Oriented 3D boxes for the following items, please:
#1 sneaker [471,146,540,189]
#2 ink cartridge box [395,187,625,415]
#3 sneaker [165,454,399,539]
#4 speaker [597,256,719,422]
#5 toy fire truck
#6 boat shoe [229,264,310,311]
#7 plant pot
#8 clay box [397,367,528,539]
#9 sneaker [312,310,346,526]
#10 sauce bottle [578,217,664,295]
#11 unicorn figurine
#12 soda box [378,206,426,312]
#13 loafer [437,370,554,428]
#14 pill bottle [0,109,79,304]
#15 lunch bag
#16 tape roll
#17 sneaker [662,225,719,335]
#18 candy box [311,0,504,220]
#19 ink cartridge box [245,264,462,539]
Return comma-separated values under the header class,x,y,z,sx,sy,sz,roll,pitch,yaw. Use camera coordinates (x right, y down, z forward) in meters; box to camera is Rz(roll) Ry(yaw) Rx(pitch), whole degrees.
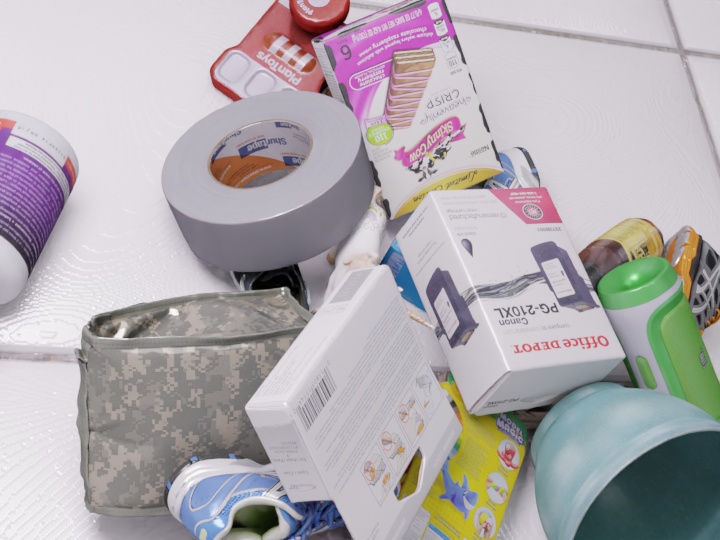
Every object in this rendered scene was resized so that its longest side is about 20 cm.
class,x,y,z,sx,sy,sz,roll,pitch,yaw
sneaker,0.165,-0.050,1.380,0.077,0.076,0.200,-6,47,-15
ink cartridge box,0.141,0.025,1.221,0.145,0.084,0.200,-4,59,-31
sneaker,-0.054,0.193,1.039,0.200,0.076,0.077,-3,28,-28
speaker,0.305,0.090,1.272,0.088,0.088,0.200,-39,112,-36
toy fire truck,-0.042,-0.211,1.399,0.200,0.112,0.168,37,77,6
boat shoe,-0.082,0.020,1.243,0.076,0.060,0.200,-2,59,-22
plant pot,0.241,0.187,1.189,0.200,0.200,0.134,-8,35,-25
clay box,0.080,0.195,1.174,0.115,0.048,0.200,42,49,-19
sneaker,-0.009,0.129,1.155,0.075,0.079,0.200,8,72,-54
sauce bottle,0.262,-0.003,1.351,0.066,0.066,0.200,44,36,11
unicorn figurine,0.000,0.000,1.239,0.074,0.137,0.200,5,57,-19
soda box,0.119,0.023,1.315,0.200,0.064,0.068,33,53,2
loafer,0.173,0.124,1.268,0.200,0.063,0.072,12,54,-13
pill bottle,-0.339,-0.039,1.152,0.111,0.111,0.200,21,52,-6
lunch bag,-0.143,0.110,1.082,0.200,0.164,0.118,-5,21,-25
tape roll,-0.089,-0.090,1.251,0.200,0.066,0.200,-10,42,9
sneaker,0.358,0.039,1.390,0.077,0.078,0.200,33,53,-10
candy box,0.050,-0.170,1.330,0.136,0.061,0.200,-24,107,-8
ink cartridge box,0.001,0.121,1.042,0.200,0.045,0.176,-53,125,-49
